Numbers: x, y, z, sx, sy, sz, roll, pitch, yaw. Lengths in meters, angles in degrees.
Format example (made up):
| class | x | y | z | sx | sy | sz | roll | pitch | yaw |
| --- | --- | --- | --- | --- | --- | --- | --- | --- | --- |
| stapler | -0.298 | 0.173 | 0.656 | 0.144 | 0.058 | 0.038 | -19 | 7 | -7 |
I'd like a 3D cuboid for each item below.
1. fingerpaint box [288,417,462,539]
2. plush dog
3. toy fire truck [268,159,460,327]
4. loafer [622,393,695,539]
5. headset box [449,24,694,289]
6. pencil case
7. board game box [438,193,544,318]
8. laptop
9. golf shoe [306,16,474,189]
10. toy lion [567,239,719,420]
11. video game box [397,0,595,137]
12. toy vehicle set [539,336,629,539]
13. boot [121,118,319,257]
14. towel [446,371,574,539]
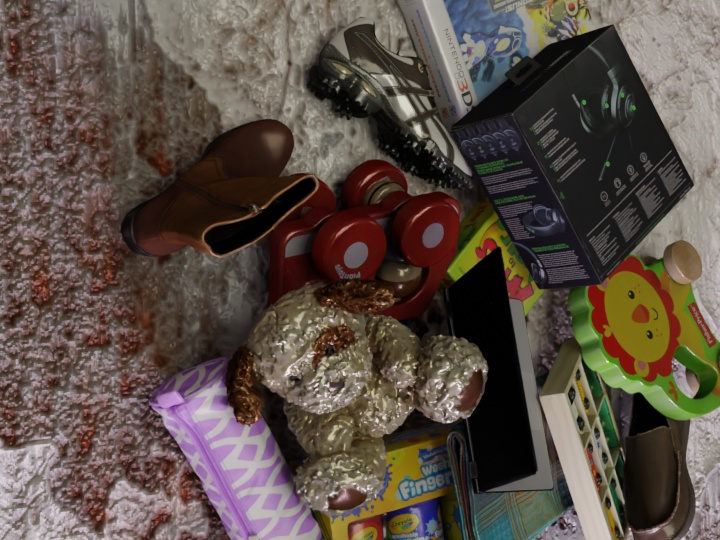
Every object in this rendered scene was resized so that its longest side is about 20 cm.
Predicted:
| class | x | y | z | sx | sy | sz | roll | pitch | yaw |
| --- | --- | --- | --- | --- | --- | --- | --- | --- | --- |
| fingerpaint box | 0.045 | 0.241 | 1.187 | 0.199 | 0.073 | 0.168 | -10 | 94 | -31 |
| plush dog | -0.019 | 0.078 | 1.057 | 0.200 | 0.161 | 0.172 | -41 | 128 | 8 |
| toy fire truck | 0.000 | 0.000 | 1.155 | 0.199 | 0.112 | 0.169 | -13 | 122 | -31 |
| loafer | 0.299 | 0.198 | 1.305 | 0.071 | 0.073 | 0.201 | 47 | 35 | -30 |
| headset box | 0.203 | -0.113 | 1.205 | 0.174 | 0.093 | 0.200 | -43 | 110 | -31 |
| pencil case | -0.109 | 0.175 | 1.089 | 0.201 | 0.084 | 0.085 | 63 | 32 | -11 |
| board game box | 0.162 | -0.037 | 1.270 | 0.102 | 0.048 | 0.200 | 48 | 68 | -22 |
| laptop | 0.146 | 0.095 | 1.109 | 0.200 | 0.116 | 0.188 | 10 | 68 | -49 |
| golf shoe | 0.048 | -0.157 | 1.187 | 0.200 | 0.078 | 0.095 | 40 | 71 | -25 |
| toy lion | 0.304 | 0.068 | 1.306 | 0.191 | 0.069 | 0.201 | -28 | 89 | -40 |
| video game box | 0.152 | -0.225 | 1.267 | 0.200 | 0.047 | 0.183 | -28 | 106 | -27 |
| toy vehicle set | 0.235 | 0.182 | 1.278 | 0.124 | 0.026 | 0.201 | -52 | 126 | -57 |
| boot | -0.093 | -0.075 | 1.032 | 0.188 | 0.200 | 0.069 | -30 | 105 | -27 |
| towel | 0.151 | 0.191 | 1.204 | 0.200 | 0.022 | 0.147 | -19 | 102 | -51 |
